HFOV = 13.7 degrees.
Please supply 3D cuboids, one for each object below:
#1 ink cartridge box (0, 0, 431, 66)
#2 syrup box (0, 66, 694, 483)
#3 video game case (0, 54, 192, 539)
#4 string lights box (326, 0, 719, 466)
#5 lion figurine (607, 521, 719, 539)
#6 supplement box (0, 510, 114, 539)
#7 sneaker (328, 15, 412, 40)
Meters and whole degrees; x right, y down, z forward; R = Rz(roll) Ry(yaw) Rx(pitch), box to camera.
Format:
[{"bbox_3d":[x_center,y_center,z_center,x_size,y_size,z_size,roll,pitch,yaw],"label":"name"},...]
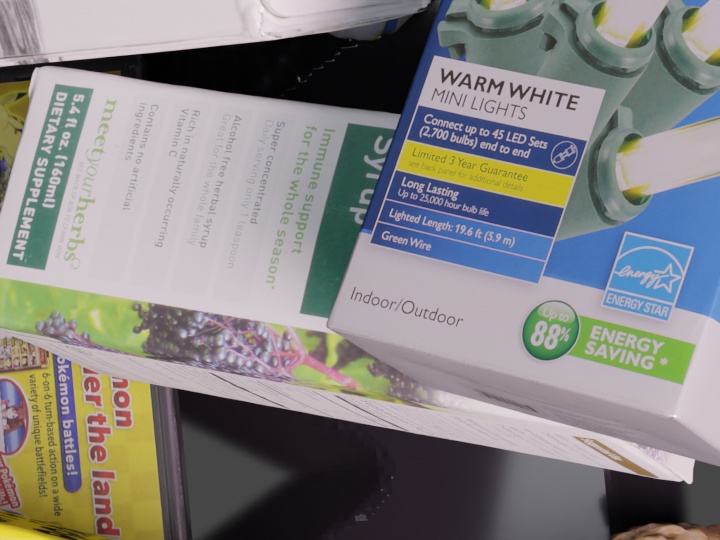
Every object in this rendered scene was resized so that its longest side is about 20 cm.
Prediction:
[{"bbox_3d":[-0.087,-0.135,0.872,0.200,0.085,0.146,-1,98,39],"label":"ink cartridge box"},{"bbox_3d":[0.000,0.000,0.848,0.200,0.081,0.079,9,80,27],"label":"syrup box"},{"bbox_3d":[-0.147,0.040,0.933,0.180,0.026,0.200,-6,81,1],"label":"video game case"},{"bbox_3d":[0.077,-0.060,0.752,0.103,0.059,0.200,13,80,32],"label":"string lights box"},{"bbox_3d":[0.173,0.119,0.930,0.200,0.072,0.123,-15,100,7],"label":"lion figurine"},{"bbox_3d":[-0.104,0.124,0.850,0.200,0.109,0.110,14,85,2],"label":"supplement box"},{"bbox_3d":[0.060,-0.121,0.869,0.105,0.076,0.200,43,129,12],"label":"sneaker"}]
